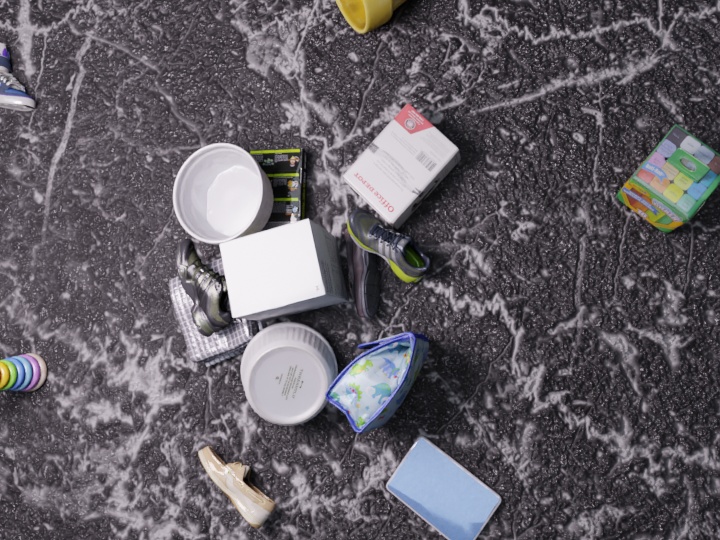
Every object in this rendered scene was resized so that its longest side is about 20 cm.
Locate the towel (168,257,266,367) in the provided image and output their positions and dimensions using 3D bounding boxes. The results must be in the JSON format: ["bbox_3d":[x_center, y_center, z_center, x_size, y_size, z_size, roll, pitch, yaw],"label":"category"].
[{"bbox_3d":[-0.302,0.085,1.423,0.163,0.086,0.203,-21,80,10],"label":"towel"}]

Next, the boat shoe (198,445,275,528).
[{"bbox_3d":[-0.251,0.430,1.387,0.069,0.074,0.200,-43,78,-8],"label":"boat shoe"}]

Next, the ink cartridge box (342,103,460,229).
[{"bbox_3d":[0.085,-0.208,1.374,0.147,0.083,0.200,44,94,13],"label":"ink cartridge box"}]

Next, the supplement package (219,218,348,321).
[{"bbox_3d":[-0.146,0.006,1.340,0.188,0.200,0.150,-14,81,9],"label":"supplement package"}]

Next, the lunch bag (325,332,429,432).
[{"bbox_3d":[0.046,0.196,1.287,0.200,0.170,0.128,-46,76,5],"label":"lunch bag"}]

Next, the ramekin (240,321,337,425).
[{"bbox_3d":[-0.142,0.211,1.337,0.199,0.094,0.206,-1,100,-3],"label":"ramekin"}]

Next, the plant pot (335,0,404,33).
[{"bbox_3d":[0.044,-0.621,1.381,0.187,0.201,0.203,-29,79,-7],"label":"plant pot"}]

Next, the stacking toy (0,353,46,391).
[{"bbox_3d":[-0.768,0.221,1.446,0.084,0.200,0.087,-1,83,11],"label":"stacking toy"}]

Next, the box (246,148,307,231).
[{"bbox_3d":[-0.214,-0.161,1.452,0.196,0.047,0.197,-1,81,13],"label":"box"}]

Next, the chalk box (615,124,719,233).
[{"bbox_3d":[0.561,-0.163,1.209,0.124,0.200,0.124,40,93,13],"label":"chalk box"}]

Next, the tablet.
[{"bbox_3d":[0.161,0.436,1.324,0.199,0.014,0.131,36,92,14],"label":"tablet"}]

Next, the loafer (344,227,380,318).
[{"bbox_3d":[0.000,0.000,1.386,0.062,0.072,0.204,-8,76,30],"label":"loafer"}]

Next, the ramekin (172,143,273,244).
[{"bbox_3d":[-0.273,-0.148,1.387,0.197,0.105,0.204,-2,83,14],"label":"ramekin"}]

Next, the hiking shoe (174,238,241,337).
[{"bbox_3d":[-0.303,0.025,1.360,0.099,0.076,0.203,-19,88,3],"label":"hiking shoe"}]

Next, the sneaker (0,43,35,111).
[{"bbox_3d":[-0.847,-0.465,1.598,0.197,0.080,0.149,11,90,18],"label":"sneaker"}]

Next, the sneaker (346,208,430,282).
[{"bbox_3d":[0.062,-0.057,1.333,0.199,0.081,0.074,36,67,-11],"label":"sneaker"}]
